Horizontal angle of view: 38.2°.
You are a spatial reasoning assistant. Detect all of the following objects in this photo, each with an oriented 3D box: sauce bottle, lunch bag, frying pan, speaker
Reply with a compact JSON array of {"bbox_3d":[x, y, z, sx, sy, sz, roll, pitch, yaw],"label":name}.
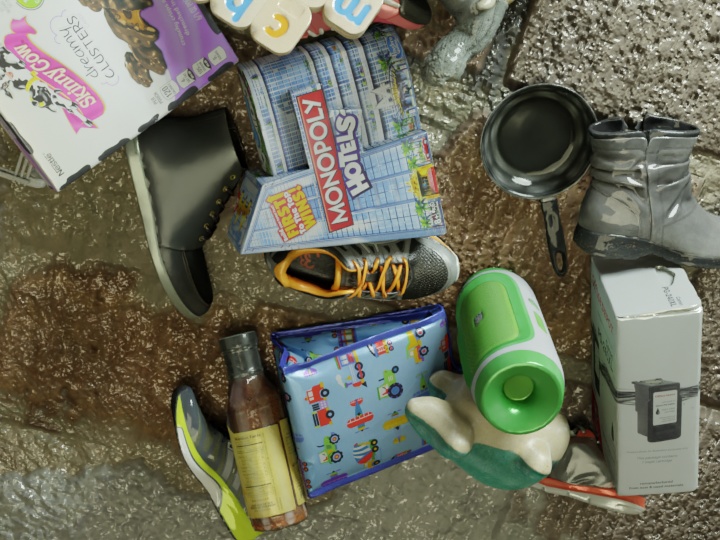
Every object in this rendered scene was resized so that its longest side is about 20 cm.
[{"bbox_3d":[-0.104,0.164,1.072,0.065,0.066,0.202,-12,87,5],"label":"sauce bottle"},{"bbox_3d":[0.020,0.126,1.080,0.198,0.094,0.152,-13,112,-7],"label":"lunch bag"},{"bbox_3d":[0.192,-0.097,1.007,0.114,0.031,0.190,-33,114,13],"label":"frying pan"},{"bbox_3d":[0.138,0.071,0.987,0.087,0.200,0.089,0,114,-1],"label":"speaker"}]

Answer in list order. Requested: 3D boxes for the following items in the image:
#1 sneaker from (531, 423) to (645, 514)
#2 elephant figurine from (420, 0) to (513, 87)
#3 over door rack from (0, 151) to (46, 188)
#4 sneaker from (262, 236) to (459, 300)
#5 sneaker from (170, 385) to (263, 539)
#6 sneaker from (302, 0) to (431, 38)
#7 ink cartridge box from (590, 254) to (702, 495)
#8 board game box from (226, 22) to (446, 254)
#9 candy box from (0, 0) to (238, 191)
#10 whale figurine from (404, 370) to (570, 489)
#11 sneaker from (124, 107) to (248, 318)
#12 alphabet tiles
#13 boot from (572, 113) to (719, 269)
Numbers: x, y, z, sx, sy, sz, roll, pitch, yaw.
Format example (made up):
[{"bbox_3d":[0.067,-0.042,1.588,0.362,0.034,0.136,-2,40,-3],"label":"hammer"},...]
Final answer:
[{"bbox_3d":[0.218,0.202,1.130,0.198,0.077,0.083,17,82,-2],"label":"sneaker"},{"bbox_3d":[0.112,-0.276,0.867,0.198,0.156,0.142,-21,135,-1],"label":"elephant figurine"},{"bbox_3d":[-0.364,-0.171,0.941,0.198,0.067,0.149,14,113,-28],"label":"over door rack"},{"bbox_3d":[0.000,0.000,1.023,0.197,0.077,0.079,3,112,-3],"label":"sneaker"},{"bbox_3d":[-0.140,0.201,1.122,0.080,0.074,0.201,-30,113,-6],"label":"sneaker"},{"bbox_3d":[-0.035,-0.244,0.930,0.198,0.074,0.087,19,123,-1],"label":"sneaker"},{"bbox_3d":[0.279,0.096,1.029,0.082,0.146,0.202,-5,114,4],"label":"ink cartridge box"},{"bbox_3d":[-0.037,-0.101,0.955,0.198,0.062,0.202,-20,114,-13],"label":"board game box"},{"bbox_3d":[-0.235,-0.194,0.896,0.200,0.071,0.168,-39,112,-14],"label":"candy box"},{"bbox_3d":[0.116,0.163,1.018,0.199,0.159,0.105,2,119,-52],"label":"whale figurine"},{"bbox_3d":[-0.151,-0.052,1.000,0.105,0.075,0.202,-12,112,4],"label":"sneaker"},{"bbox_3d":[-0.059,-0.283,0.872,0.199,0.015,0.197,33,78,2],"label":"alphabet tiles"},{"bbox_3d":[0.305,-0.076,0.988,0.198,0.070,0.133,2,114,-13],"label":"boot"}]
